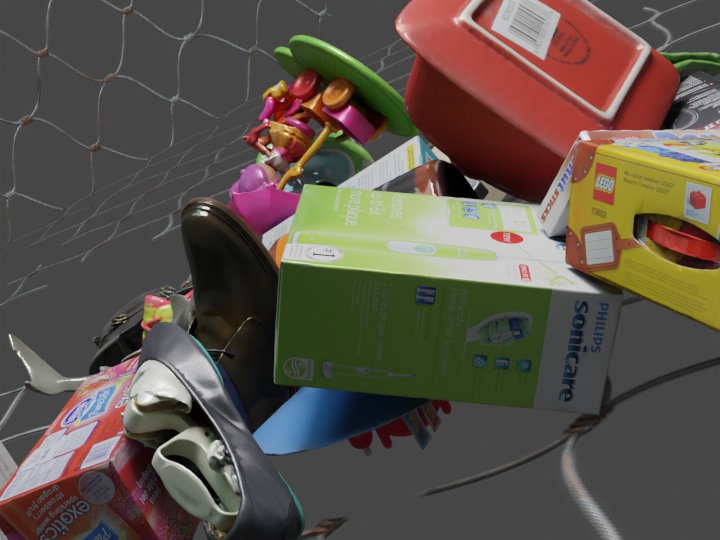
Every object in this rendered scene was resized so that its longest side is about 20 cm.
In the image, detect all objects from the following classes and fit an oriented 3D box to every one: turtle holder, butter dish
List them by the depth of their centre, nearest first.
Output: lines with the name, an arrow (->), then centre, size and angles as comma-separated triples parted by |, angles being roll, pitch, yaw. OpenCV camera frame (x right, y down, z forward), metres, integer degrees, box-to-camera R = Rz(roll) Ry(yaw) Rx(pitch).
butter dish -> 0.116, -0.128, 0.831 | 0.200, 0.199, 0.148 | -53, -2, -45
turtle holder -> -0.057, -0.062, 1.138 | 0.185, 0.141, 0.132 | 0, 33, -19

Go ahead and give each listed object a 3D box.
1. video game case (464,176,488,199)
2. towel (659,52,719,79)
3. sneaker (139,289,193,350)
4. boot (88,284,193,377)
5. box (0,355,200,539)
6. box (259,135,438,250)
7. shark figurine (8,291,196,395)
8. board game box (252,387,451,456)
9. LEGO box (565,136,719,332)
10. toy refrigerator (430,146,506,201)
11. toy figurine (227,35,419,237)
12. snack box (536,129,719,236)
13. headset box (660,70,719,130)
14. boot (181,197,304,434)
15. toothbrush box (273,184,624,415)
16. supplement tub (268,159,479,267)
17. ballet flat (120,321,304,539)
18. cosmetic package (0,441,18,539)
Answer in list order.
video game case -> 0.009, -0.010, 0.956 | 0.200, 0.018, 0.143 | -52, 32, -9
towel -> 0.220, -0.138, 0.995 | 0.200, 0.031, 0.149 | -31, -11, 41
sneaker -> -0.175, 0.066, 0.993 | 0.200, 0.090, 0.078 | -50, 18, -14
boot -> -0.218, 0.049, 1.195 | 0.200, 0.069, 0.174 | -29, 17, 2
box -> -0.170, 0.141, 0.796 | 0.100, 0.096, 0.200 | -23, 17, 13
box -> -0.015, -0.029, 0.940 | 0.200, 0.049, 0.082 | -31, 32, 23
shark figurine -> -0.182, 0.060, 0.932 | 0.214, 0.128, 0.090 | -22, 53, 16
board game box -> 0.016, 0.092, 0.762 | 0.158, 0.039, 0.200 | -19, 11, 31
LEGO box -> 0.225, -0.019, 0.569 | 0.149, 0.077, 0.200 | -4, 16, -21
toy refrigerator -> 0.087, -0.069, 1.072 | 0.076, 0.070, 0.200 | -13, 26, 41
toy figurine -> -0.070, -0.111, 1.043 | 0.200, 0.150, 0.184 | 28, 81, 49
snack box -> 0.215, -0.058, 0.702 | 0.200, 0.072, 0.024 | -4, 51, -24
headset box -> 0.241, -0.080, 0.858 | 0.149, 0.075, 0.200 | -25, 16, 8
boot -> -0.097, 0.052, 0.781 | 0.075, 0.200, 0.097 | -3, 30, 30
toothbrush box -> 0.052, 0.013, 0.697 | 0.200, 0.086, 0.146 | 7, 23, 1
supplement tub -> 0.000, 0.000, 0.842 | 0.200, 0.107, 0.107 | -25, 16, 21
ballet flat -> -0.110, 0.104, 0.697 | 0.073, 0.073, 0.200 | -31, 55, -13
cosmetic package -> -0.370, 0.202, 0.800 | 0.166, 0.167, 0.200 | -22, 17, 15
